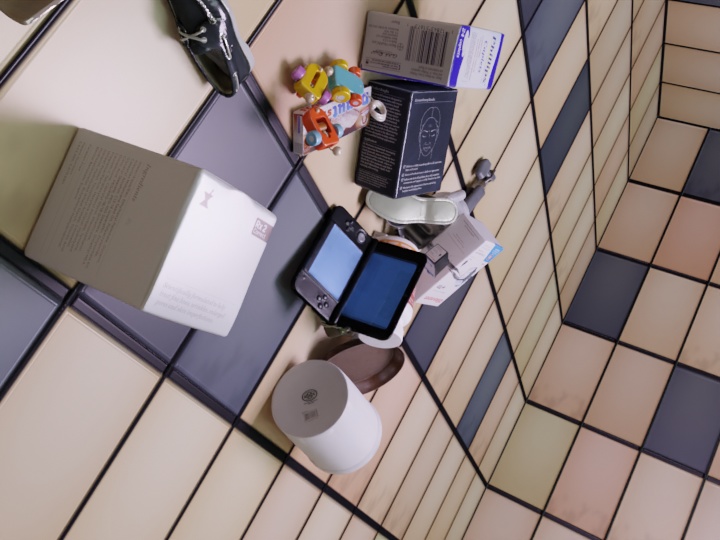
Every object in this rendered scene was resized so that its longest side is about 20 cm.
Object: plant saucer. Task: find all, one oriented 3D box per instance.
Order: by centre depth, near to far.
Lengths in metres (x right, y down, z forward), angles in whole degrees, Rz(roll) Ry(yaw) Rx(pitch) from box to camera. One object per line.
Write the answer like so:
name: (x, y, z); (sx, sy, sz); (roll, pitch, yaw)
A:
plant saucer: (-0.006, 0.197, 1.576); (0.199, 0.035, 0.201); (-13, 143, -10)

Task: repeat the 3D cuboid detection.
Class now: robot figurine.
robot figurine: (0.172, -0.112, 1.707); (0.200, 0.113, 0.170); (-27, 161, -52)

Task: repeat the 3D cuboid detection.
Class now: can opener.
can opener: (0.280, -0.208, 1.928); (0.200, 0.053, 0.067); (-49, 115, -33)

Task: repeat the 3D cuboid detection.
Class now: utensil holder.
utensil holder: (-0.065, 0.285, 1.489); (0.170, 0.169, 0.200); (-59, 148, -20)

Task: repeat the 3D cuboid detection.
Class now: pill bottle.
pill bottle: (0.051, 0.042, 1.480); (0.112, 0.111, 0.201); (64, 30, -55)

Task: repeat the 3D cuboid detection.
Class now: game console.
game console: (0.000, 0.000, 1.379); (0.176, 0.116, 0.201); (46, 56, -29)

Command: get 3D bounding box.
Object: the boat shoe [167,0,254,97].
boat shoe: (-0.192, -0.295, 0.957); (0.061, 0.075, 0.200); (-67, 153, -16)

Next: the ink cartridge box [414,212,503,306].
ink cartridge box: (0.190, -0.019, 1.628); (0.200, 0.086, 0.146); (-44, 159, 16)

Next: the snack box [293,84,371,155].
snack box: (-0.046, -0.260, 1.302); (0.200, 0.024, 0.072); (-36, 136, -47)

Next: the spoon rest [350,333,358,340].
spoon rest: (0.016, 0.167, 1.636); (0.099, 0.060, 0.201); (-51, 158, -34)

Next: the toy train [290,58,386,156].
toy train: (-0.048, -0.258, 1.215); (0.200, 0.055, 0.151); (-35, 96, -49)

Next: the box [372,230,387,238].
box: (0.054, 0.009, 1.661); (0.145, 0.036, 0.200); (-68, 154, -4)

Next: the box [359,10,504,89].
box: (0.130, -0.391, 1.362); (0.200, 0.183, 0.106); (-19, 123, -56)

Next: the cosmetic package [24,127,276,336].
cosmetic package: (-0.243, -0.043, 0.899); (0.165, 0.199, 0.166); (31, 81, -62)

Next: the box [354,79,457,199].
box: (0.086, -0.251, 1.440); (0.148, 0.107, 0.201); (-15, 122, -47)

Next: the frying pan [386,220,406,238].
frying pan: (0.092, -0.117, 1.601); (0.115, 0.031, 0.191); (-39, 126, -29)

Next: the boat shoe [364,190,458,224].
boat shoe: (0.096, -0.127, 1.536); (0.200, 0.061, 0.072); (9, 91, -21)

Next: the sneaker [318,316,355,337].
sneaker: (-0.047, 0.088, 1.490); (0.200, 0.067, 0.090); (20, 86, -66)

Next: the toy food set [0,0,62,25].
toy food set: (-0.315, -0.354, 0.707); (0.144, 0.060, 0.201); (-53, 149, -29)
